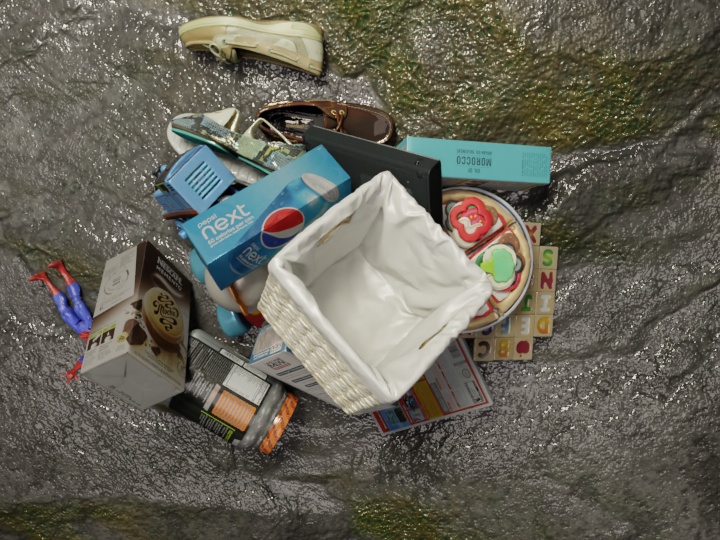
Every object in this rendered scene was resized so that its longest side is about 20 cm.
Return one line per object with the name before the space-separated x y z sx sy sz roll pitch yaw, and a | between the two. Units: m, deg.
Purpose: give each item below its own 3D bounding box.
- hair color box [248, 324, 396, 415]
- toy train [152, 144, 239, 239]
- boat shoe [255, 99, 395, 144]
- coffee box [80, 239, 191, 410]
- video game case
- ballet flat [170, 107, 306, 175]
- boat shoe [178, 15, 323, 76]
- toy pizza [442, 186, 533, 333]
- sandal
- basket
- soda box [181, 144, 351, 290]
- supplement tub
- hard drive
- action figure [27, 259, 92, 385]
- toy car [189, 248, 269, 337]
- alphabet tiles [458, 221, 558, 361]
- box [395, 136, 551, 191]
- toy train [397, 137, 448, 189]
hair color box | -0.047 0.138 0.776 0.199 0.061 0.099 32 142 -29
toy train | -0.224 -0.101 0.743 0.087 0.199 0.115 -49 116 -20
boat shoe | -0.048 -0.201 0.764 0.196 0.070 0.072 1 98 2
coffee box | -0.307 0.073 0.771 0.079 0.202 0.113 -23 136 11
video game case | 0.087 0.171 0.848 0.198 0.017 0.145 -23 102 25
ballet flat | -0.158 -0.177 0.729 0.197 0.074 0.075 26 105 7
boat shoe | -0.149 -0.304 0.746 0.196 0.073 0.064 2 100 -4
toy pizza | 0.138 -0.013 0.749 0.196 0.032 0.205 0 93 6
sandal | -0.192 -0.157 0.793 0.200 0.083 0.050 29 148 4
basket | 0.011 0.034 0.656 0.200 0.161 0.198 47 62 4
soda box | -0.107 -0.066 0.663 0.198 0.065 0.068 -34 64 -15
supplement tub | -0.204 0.191 0.846 0.198 0.123 0.124 32 104 -4
hard drive | 0.015 -0.102 0.718 0.198 0.033 0.141 23 142 30
action figure | -0.450 0.091 0.854 0.065 0.099 0.202 -30 103 12
toy car | -0.152 0.019 0.759 0.182 0.200 0.179 -22 102 9
alphabet tiles | 0.214 0.030 0.794 0.163 0.006 0.204 2 94 -18
box | 0.147 -0.141 0.736 0.196 0.082 0.050 2 91 -10
toy train | 0.115 -0.109 0.796 0.046 0.034 0.200 -38 98 22
